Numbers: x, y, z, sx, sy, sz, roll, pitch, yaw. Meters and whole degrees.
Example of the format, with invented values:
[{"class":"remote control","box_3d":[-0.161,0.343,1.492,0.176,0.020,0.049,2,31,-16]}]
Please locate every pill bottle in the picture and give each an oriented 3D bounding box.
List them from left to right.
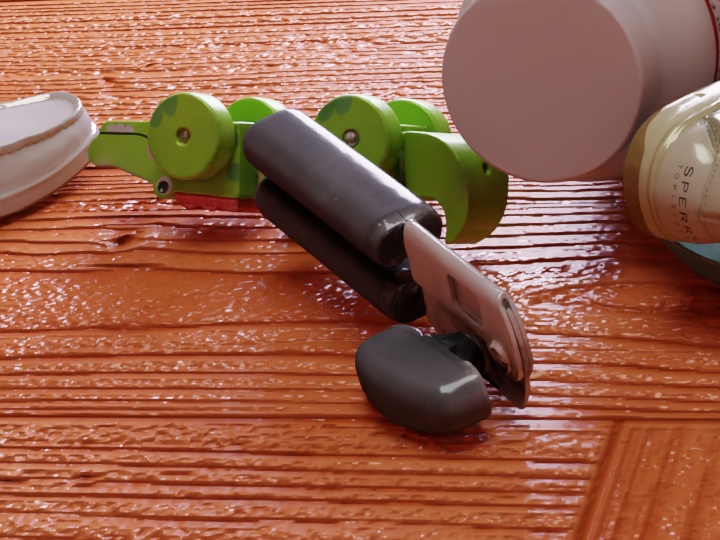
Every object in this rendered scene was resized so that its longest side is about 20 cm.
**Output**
[{"class":"pill bottle","box_3d":[0.107,-0.102,1.186,0.112,0.112,0.200,2,17,21]}]

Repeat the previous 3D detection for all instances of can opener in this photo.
[{"class":"can opener","box_3d":[0.000,0.000,1.073,0.067,0.053,0.200,-27,36,-20]}]

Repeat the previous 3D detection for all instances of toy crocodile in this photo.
[{"class":"toy crocodile","box_3d":[-0.028,-0.046,1.204,0.200,0.062,0.067,3,2,26]}]

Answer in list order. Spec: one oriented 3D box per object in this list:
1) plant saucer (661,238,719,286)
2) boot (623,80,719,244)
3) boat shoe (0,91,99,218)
[{"class":"plant saucer","box_3d":[0.216,-0.026,1.119,0.200,0.027,0.200,-7,24,3]},{"class":"boot","box_3d":[0.221,-0.050,1.054,0.200,0.072,0.155,-28,30,-28]},{"class":"boat shoe","box_3d":[-0.207,-0.054,1.256,0.200,0.069,0.071,-24,27,-33]}]
